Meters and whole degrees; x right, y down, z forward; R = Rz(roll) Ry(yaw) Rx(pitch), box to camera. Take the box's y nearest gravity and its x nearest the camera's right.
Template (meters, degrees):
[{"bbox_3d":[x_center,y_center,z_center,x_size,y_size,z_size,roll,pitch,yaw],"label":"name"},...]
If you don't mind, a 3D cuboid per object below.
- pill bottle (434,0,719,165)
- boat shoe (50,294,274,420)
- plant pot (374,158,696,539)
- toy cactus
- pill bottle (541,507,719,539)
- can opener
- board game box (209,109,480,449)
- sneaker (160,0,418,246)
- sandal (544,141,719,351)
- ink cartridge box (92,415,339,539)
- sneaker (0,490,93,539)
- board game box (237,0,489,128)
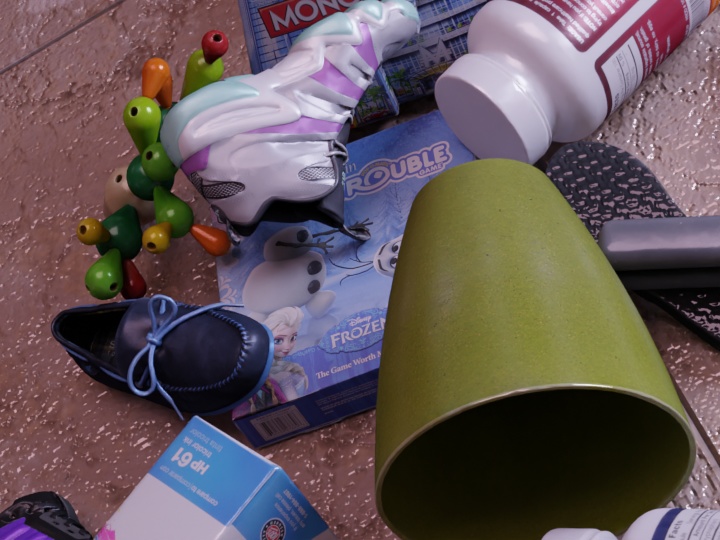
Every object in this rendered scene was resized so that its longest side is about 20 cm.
[{"bbox_3d":[0.146,-0.162,1.425,0.200,0.113,0.113,-44,48,-19],"label":"pill bottle"},{"bbox_3d":[-0.140,0.058,1.419,0.199,0.068,0.085,-7,64,47],"label":"boat shoe"},{"bbox_3d":[0.088,0.040,1.261,0.186,0.187,0.201,-19,52,13],"label":"plant pot"},{"bbox_3d":[-0.144,-0.063,1.505,0.102,0.165,0.202,17,74,-14],"label":"toy cactus"},{"bbox_3d":[0.196,0.190,1.146,0.199,0.120,0.120,-1,56,27],"label":"pill bottle"},{"bbox_3d":[0.243,0.002,1.276,0.198,0.053,0.067,-2,62,14],"label":"can opener"},{"bbox_3d":[0.000,0.000,1.439,0.199,0.043,0.200,-20,49,13],"label":"board game box"},{"bbox_3d":[-0.021,-0.086,1.424,0.199,0.078,0.140,-31,84,-11],"label":"sneaker"},{"bbox_3d":[0.190,-0.007,1.352,0.075,0.048,0.200,-42,61,-9],"label":"sandal"},{"bbox_3d":[-0.108,0.212,1.267,0.084,0.145,0.200,26,70,38],"label":"ink cartridge box"},{"bbox_3d":[-0.198,0.188,1.383,0.199,0.070,0.100,-7,51,22],"label":"sneaker"},{"bbox_3d":[-0.011,-0.204,1.488,0.199,0.201,0.062,-16,34,16],"label":"board game box"}]
